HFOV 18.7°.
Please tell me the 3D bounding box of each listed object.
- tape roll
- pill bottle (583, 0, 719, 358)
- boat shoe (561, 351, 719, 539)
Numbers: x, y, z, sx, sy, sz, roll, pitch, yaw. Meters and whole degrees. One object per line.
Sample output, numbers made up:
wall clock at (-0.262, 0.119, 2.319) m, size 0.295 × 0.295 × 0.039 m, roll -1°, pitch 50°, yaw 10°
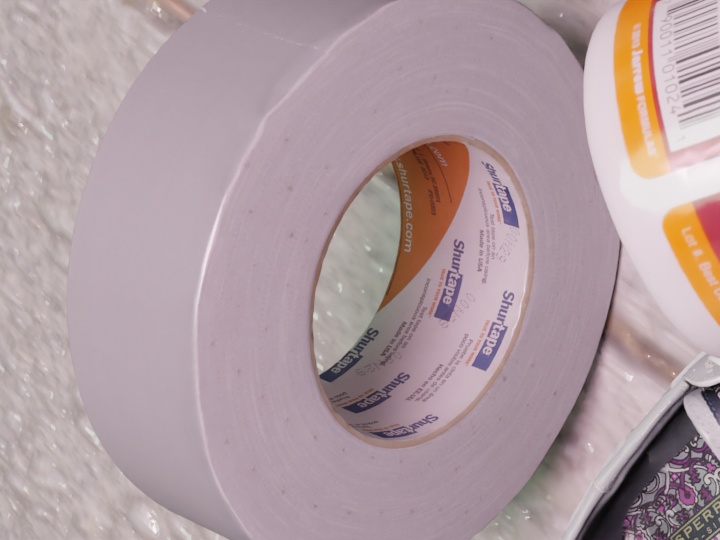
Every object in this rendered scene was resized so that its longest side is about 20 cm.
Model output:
tape roll at (0.000, 0.000, 0.734) m, size 0.066 × 0.200 × 0.201 m, roll 19°, pitch 109°, yaw 42°
pill bottle at (0.171, -0.054, 0.594) m, size 0.200 × 0.113 × 0.113 m, roll -19°, pitch 81°, yaw 29°
boat shoe at (0.133, 0.051, 0.694) m, size 0.070 × 0.071 × 0.201 m, roll 56°, pitch 129°, yaw 26°
